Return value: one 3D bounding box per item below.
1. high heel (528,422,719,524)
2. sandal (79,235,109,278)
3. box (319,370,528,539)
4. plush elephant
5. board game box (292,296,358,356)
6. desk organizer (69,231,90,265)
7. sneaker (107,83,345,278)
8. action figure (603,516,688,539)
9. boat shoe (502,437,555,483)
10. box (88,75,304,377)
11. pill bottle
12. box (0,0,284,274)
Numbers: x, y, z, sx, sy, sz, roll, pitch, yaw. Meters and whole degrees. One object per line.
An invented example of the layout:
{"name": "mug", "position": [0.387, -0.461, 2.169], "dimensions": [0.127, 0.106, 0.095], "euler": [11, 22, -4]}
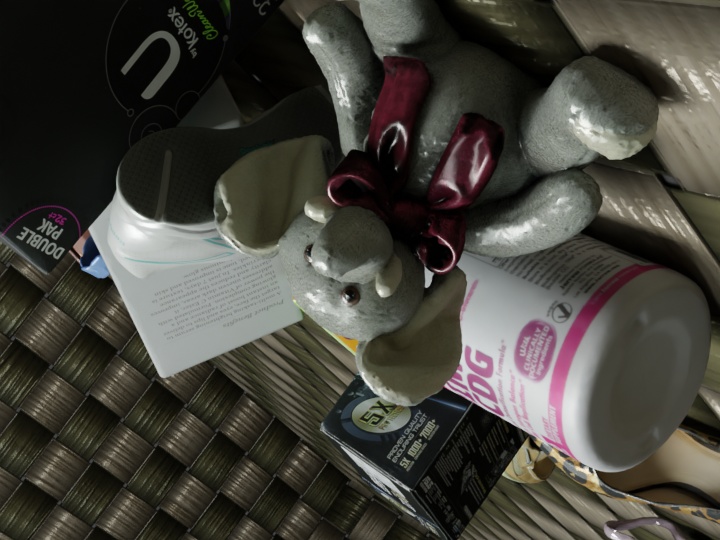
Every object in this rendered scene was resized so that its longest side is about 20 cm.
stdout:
{"name": "high heel", "position": [0.209, 0.130, 0.884], "dimensions": [0.200, 0.072, 0.143], "euler": [19, 173, 5]}
{"name": "sandal", "position": [-0.154, -0.049, 1.021], "dimensions": [0.079, 0.200, 0.087], "euler": [-133, 34, -68]}
{"name": "box", "position": [0.069, 0.103, 0.989], "dimensions": [0.086, 0.164, 0.200], "euler": [32, 169, 23]}
{"name": "plush elephant", "position": [0.017, -0.034, 0.608], "dimensions": [0.165, 0.155, 0.200], "euler": [35, 168, 8]}
{"name": "board game box", "position": [-0.007, -0.011, 0.901], "dimensions": [0.096, 0.030, 0.200], "euler": [42, -161, -24]}
{"name": "desk organizer", "position": [-0.203, -0.071, 1.151], "dimensions": [0.072, 0.077, 0.200], "euler": [48, -163, -1]}
{"name": "sneaker", "position": [-0.051, -0.049, 0.715], "dimensions": [0.071, 0.200, 0.080], "euler": [62, 146, 19]}
{"name": "action figure", "position": [0.329, 0.282, 1.185], "dimensions": [0.200, 0.134, 0.149], "euler": [130, 130, -67]}
{"name": "boat shoe", "position": [0.156, 0.149, 1.172], "dimensions": [0.076, 0.072, 0.200], "euler": [12, 159, 29]}
{"name": "box", "position": [-0.125, -0.058, 0.831], "dimensions": [0.200, 0.106, 0.152], "euler": [77, 168, -53]}
{"name": "pill bottle", "position": [0.087, 0.024, 0.742], "dimensions": [0.200, 0.113, 0.113], "euler": [26, 165, 44]}
{"name": "box", "position": [-0.167, -0.130, 0.659], "dimensions": [0.124, 0.200, 0.149], "euler": [32, 167, 36]}
